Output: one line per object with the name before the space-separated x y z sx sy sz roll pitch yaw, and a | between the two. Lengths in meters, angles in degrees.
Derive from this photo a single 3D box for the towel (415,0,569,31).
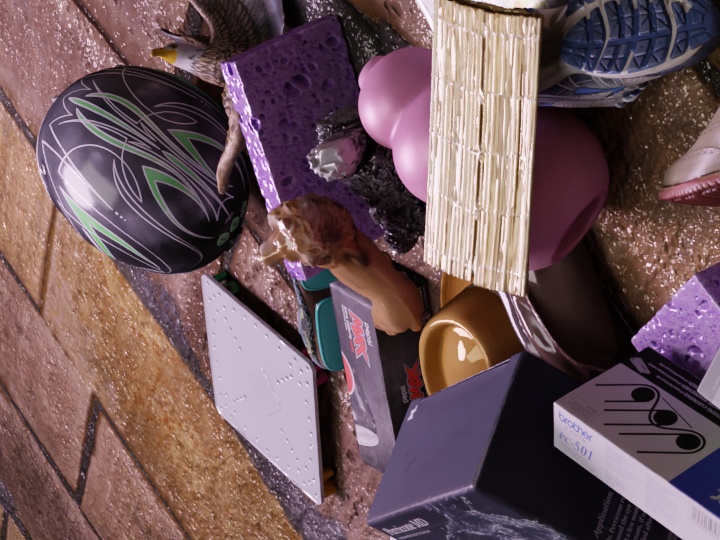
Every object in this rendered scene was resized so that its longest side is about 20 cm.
towel | 0.084 -0.245 1.297 0.171 0.048 0.200 59 152 0

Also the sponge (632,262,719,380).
sponge | 0.276 0.102 1.268 0.200 0.030 0.112 57 151 13

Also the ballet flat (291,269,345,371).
ballet flat | -0.037 0.003 1.702 0.074 0.074 0.200 38 140 39

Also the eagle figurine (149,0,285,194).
eagle figurine | -0.119 -0.199 1.631 0.152 0.151 0.200 -36 42 24

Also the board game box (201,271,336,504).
board game box | -0.097 0.122 1.947 0.200 0.026 0.200 38 143 40

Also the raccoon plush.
raccoon plush | 0.012 -0.059 1.449 0.097 0.200 0.134 -9 107 34

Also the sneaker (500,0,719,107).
sneaker | 0.166 -0.149 1.214 0.200 0.085 0.077 -3 74 48

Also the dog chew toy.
dog chew toy | 0.081 -0.090 1.325 0.200 0.125 0.125 38 146 16

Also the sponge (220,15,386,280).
sponge | -0.040 -0.104 1.559 0.030 0.111 0.200 9 122 55

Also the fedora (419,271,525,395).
fedora | 0.104 0.072 1.496 0.201 0.082 0.201 41 146 37

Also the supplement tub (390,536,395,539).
supplement tub | 0.096 0.253 1.602 0.145 0.145 0.200 43 147 33

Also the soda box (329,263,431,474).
soda box | 0.029 0.094 1.666 0.071 0.063 0.200 28 136 48

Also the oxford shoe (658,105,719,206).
oxford shoe | 0.251 -0.086 1.147 0.200 0.070 0.075 154 115 -64

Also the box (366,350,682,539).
box | 0.142 0.172 1.387 0.200 0.118 0.197 29 156 -13

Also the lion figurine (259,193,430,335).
lion figurine | 0.000 0.000 1.482 0.200 0.073 0.122 32 180 -23

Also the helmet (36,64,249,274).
helmet | -0.206 -0.100 1.748 0.200 0.200 0.191 47 172 28

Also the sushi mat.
sushi mat | 0.082 -0.084 1.236 0.096 0.012 0.201 21 121 38

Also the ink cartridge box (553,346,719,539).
ink cartridge box | 0.231 0.131 1.223 0.200 0.094 0.044 35 142 41

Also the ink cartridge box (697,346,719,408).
ink cartridge box | 0.316 0.083 1.124 0.200 0.059 0.104 39 114 38

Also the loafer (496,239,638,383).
loafer | 0.143 0.006 1.382 0.200 0.073 0.071 53 150 18
